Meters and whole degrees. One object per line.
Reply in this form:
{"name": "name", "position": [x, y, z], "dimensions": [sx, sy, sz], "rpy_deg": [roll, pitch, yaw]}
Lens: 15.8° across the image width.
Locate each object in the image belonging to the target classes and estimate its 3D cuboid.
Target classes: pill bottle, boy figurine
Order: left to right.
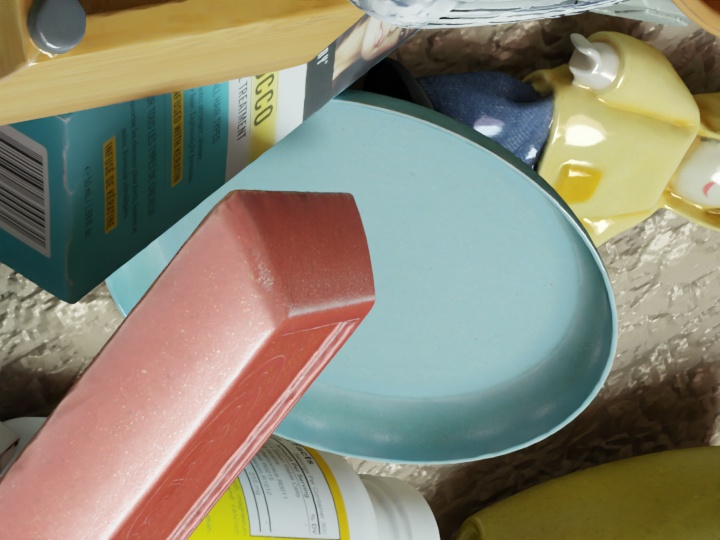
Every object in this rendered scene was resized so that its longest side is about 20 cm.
{"name": "pill bottle", "position": [-0.064, 0.117, 1.069], "dimensions": [0.200, 0.104, 0.104], "rpy_deg": [8, 126, -40]}
{"name": "boy figurine", "position": [0.088, -0.041, 1.043], "dimensions": [0.200, 0.064, 0.124], "rpy_deg": [1, 130, -31]}

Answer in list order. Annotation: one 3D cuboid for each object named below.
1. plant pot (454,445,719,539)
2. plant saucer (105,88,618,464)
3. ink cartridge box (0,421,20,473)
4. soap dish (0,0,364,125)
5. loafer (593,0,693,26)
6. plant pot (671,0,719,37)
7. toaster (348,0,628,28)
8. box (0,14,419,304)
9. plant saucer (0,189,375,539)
{"name": "plant pot", "position": [0.114, 0.171, 1.210], "dimensions": [0.142, 0.200, 0.200], "rpy_deg": [8, 130, -10]}
{"name": "plant saucer", "position": [0.000, 0.000, 0.975], "dimensions": [0.200, 0.027, 0.200], "rpy_deg": [10, 138, 9]}
{"name": "ink cartridge box", "position": [-0.231, 0.061, 0.815], "dimensions": [0.145, 0.200, 0.084], "rpy_deg": [-54, 180, 23]}
{"name": "soap dish", "position": [-0.075, -0.145, 0.714], "dimensions": [0.157, 0.081, 0.200], "rpy_deg": [-15, 100, -42]}
{"name": "loafer", "position": [0.080, -0.124, 0.921], "dimensions": [0.200, 0.072, 0.063], "rpy_deg": [-3, 106, -64]}
{"name": "plant pot", "position": [0.147, -0.193, 0.863], "dimensions": [0.200, 0.140, 0.200], "rpy_deg": [-19, 139, -17]}
{"name": "toaster", "position": [0.052, -0.140, 0.671], "dimensions": [0.200, 0.114, 0.129], "rpy_deg": [-17, 150, -46]}
{"name": "box", "position": [-0.046, -0.079, 0.854], "dimensions": [0.200, 0.049, 0.082], "rpy_deg": [-41, 150, -35]}
{"name": "plant saucer", "position": [-0.068, 0.062, 0.843], "dimensions": [0.200, 0.037, 0.200], "rpy_deg": [-51, 174, 7]}
